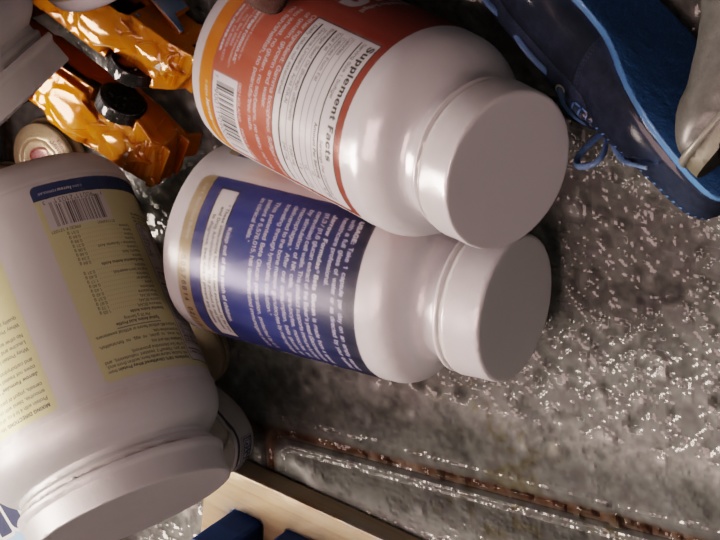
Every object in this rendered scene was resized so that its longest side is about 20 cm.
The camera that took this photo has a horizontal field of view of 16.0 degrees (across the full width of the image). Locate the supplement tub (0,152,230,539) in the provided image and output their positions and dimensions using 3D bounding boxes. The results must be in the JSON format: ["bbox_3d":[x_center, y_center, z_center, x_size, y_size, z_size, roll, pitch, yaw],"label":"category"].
[{"bbox_3d":[-0.168,0.049,1.473,0.145,0.145,0.200,-36,72,40],"label":"supplement tub"}]

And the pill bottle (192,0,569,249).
[{"bbox_3d":[0.011,-0.085,1.340,0.200,0.112,0.112,29,127,43],"label":"pill bottle"}]

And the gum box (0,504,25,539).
[{"bbox_3d":[-0.256,0.168,1.724,0.170,0.045,0.200,-30,92,41],"label":"gum box"}]

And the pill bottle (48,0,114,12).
[{"bbox_3d":[-0.180,-0.243,1.358,0.116,0.116,0.200,-16,128,39],"label":"pill bottle"}]

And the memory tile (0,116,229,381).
[{"bbox_3d":[-0.177,0.016,1.616,0.200,0.017,0.153,52,131,4],"label":"memory tile"}]

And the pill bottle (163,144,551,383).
[{"bbox_3d":[0.000,0.000,1.418,0.200,0.111,0.111,14,118,31],"label":"pill bottle"}]

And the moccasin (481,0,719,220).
[{"bbox_3d":[0.128,-0.104,1.313,0.200,0.080,0.068,58,137,18],"label":"moccasin"}]

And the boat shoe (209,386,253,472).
[{"bbox_3d":[-0.162,0.071,1.573,0.200,0.070,0.071,36,127,16],"label":"boat shoe"}]

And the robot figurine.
[{"bbox_3d":[-0.174,-0.145,1.513,0.200,0.058,0.145,37,127,16],"label":"robot figurine"}]

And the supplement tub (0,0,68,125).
[{"bbox_3d":[-0.268,-0.147,1.378,0.200,0.144,0.144,48,131,-8],"label":"supplement tub"}]

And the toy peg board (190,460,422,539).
[{"bbox_3d":[-0.039,0.249,1.570,0.200,0.098,0.200,21,122,26],"label":"toy peg board"}]

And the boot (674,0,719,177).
[{"bbox_3d":[0.141,-0.169,1.246,0.200,0.073,0.182,34,96,11],"label":"boot"}]

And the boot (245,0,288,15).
[{"bbox_3d":[-0.017,-0.176,1.264,0.200,0.072,0.166,47,150,12],"label":"boot"}]
